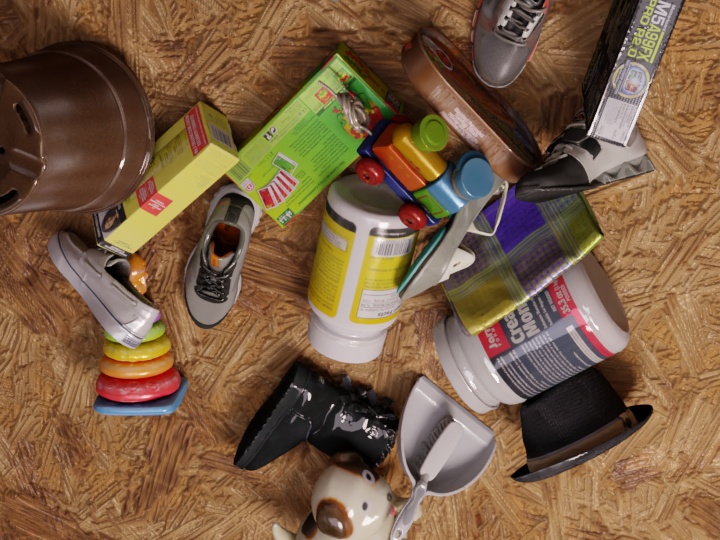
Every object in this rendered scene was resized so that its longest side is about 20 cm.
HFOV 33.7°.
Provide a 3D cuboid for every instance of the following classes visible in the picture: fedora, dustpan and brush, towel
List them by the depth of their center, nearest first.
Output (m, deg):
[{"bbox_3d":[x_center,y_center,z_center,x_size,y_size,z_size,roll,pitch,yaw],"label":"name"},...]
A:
[{"bbox_3d":[0.171,-0.027,1.350,0.199,0.144,0.023,-36,137,20],"label":"towel"},{"bbox_3d":[0.250,0.176,1.429,0.199,0.200,0.092,-28,85,20],"label":"fedora"},{"bbox_3d":[0.083,0.248,1.475,0.139,0.057,0.201,38,72,-13],"label":"dustpan and brush"}]

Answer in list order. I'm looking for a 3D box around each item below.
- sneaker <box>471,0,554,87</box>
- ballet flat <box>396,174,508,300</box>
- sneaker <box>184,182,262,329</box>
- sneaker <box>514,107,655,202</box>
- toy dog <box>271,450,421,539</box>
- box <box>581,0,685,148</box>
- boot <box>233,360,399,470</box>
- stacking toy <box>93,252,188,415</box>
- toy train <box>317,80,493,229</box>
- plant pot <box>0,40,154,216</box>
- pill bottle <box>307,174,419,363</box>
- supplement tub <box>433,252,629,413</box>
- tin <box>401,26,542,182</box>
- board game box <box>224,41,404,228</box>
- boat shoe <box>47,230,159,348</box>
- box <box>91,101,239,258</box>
[{"bbox_3d":[0.166,-0.281,1.249,0.076,0.082,0.202,18,118,-2],"label":"sneaker"},{"bbox_3d":[0.115,-0.042,1.347,0.063,0.067,0.201,31,86,-2],"label":"ballet flat"},{"bbox_3d":[-0.175,-0.008,1.436,0.073,0.080,0.201,18,123,-3],"label":"sneaker"},{"bbox_3d":[0.231,-0.127,1.281,0.074,0.199,0.089,-12,95,51],"label":"sneaker"},{"bbox_3d":[-0.013,0.316,1.522,0.192,0.140,0.201,21,142,11],"label":"toy dog"},{"bbox_3d":[0.280,-0.247,1.208,0.044,0.161,0.202,17,117,0],"label":"box"},{"bbox_3d":[-0.055,0.217,1.545,0.161,0.074,0.199,29,119,-14],"label":"boot"},{"bbox_3d":[-0.282,0.076,1.493,0.108,0.116,0.202,0,106,4],"label":"stacking toy"},{"bbox_3d":[0.046,-0.139,1.258,0.200,0.085,0.115,45,153,-18],"label":"toy train"},{"bbox_3d":[-0.356,-0.146,1.294,0.198,0.198,0.203,3,102,16],"label":"plant pot"},{"bbox_3d":[0.000,0.000,1.398,0.113,0.115,0.202,14,118,0],"label":"pill bottle"},{"bbox_3d":[0.199,0.069,1.391,0.199,0.141,0.141,-30,109,20],"label":"supplement tub"},{"bbox_3d":[0.120,-0.177,1.291,0.042,0.112,0.200,-39,105,22],"label":"tin"},{"bbox_3d":[-0.056,-0.153,1.364,0.101,0.048,0.200,42,115,-14],"label":"board game box"},{"bbox_3d":[-0.304,0.008,1.432,0.065,0.073,0.200,-48,62,6],"label":"boat shoe"},{"bbox_3d":[-0.231,-0.104,1.393,0.199,0.076,0.050,-36,141,23],"label":"box"}]
